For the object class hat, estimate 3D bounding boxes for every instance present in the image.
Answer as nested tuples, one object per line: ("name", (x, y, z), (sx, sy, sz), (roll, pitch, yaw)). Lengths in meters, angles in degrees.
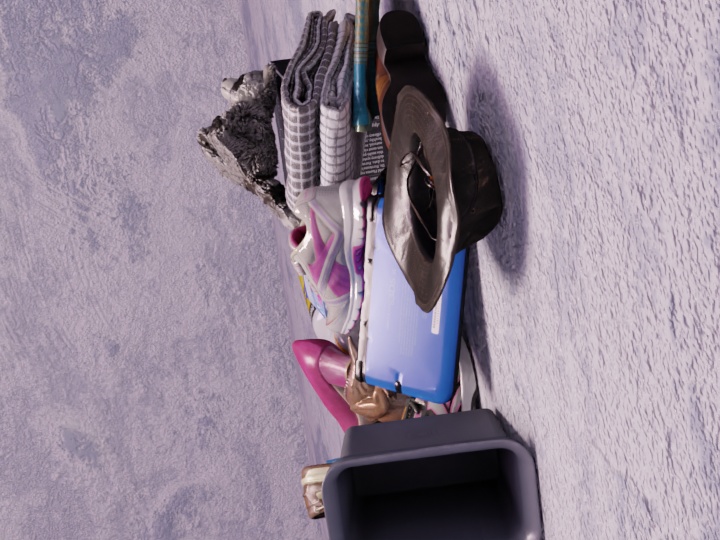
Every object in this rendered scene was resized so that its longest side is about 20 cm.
("hat", (0.081, -0.067, 1.104), (0.200, 0.080, 0.203), (172, 90, -74))

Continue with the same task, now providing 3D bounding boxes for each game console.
("game console", (0.056, 0.017, 1.307), (0.118, 0.169, 0.202), (-18, -64, -55))

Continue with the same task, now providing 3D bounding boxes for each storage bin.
("storage bin", (0.068, 0.214, 1.207), (0.134, 0.198, 0.147), (-90, -8, -74))

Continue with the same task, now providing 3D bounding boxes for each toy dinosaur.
("toy dinosaur", (0.031, 0.160, 1.486), (0.135, 0.199, 0.086), (-24, 43, 43))

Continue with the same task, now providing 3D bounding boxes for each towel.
("towel", (-0.042, -0.178, 1.389), (0.201, 0.085, 0.167), (-82, -7, -46))
("towel", (0.009, -0.257, 1.334), (0.147, 0.021, 0.202), (-70, -18, -76))

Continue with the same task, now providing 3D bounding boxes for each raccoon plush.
("raccoon plush", (-0.114, -0.162, 1.572), (0.200, 0.134, 0.097), (49, 159, -12))

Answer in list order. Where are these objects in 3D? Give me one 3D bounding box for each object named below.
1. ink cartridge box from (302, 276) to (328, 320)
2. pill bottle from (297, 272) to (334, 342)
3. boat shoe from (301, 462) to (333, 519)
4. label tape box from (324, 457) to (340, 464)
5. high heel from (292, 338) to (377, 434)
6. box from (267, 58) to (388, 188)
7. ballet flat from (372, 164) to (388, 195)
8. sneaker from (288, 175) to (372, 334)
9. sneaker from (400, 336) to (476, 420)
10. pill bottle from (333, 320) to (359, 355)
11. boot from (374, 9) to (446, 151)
("ink cartridge box", (0.000, 0.000, 1.525), (0.200, 0.135, 0.077), (-147, 48, -78))
("pill bottle", (-0.025, 0.045, 1.834), (0.201, 0.111, 0.113), (-109, 12, -46))
("boat shoe", (0.024, 0.273, 1.518), (0.075, 0.200, 0.076), (35, -131, -60))
("label tape box", (0.042, 0.308, 1.599), (0.200, 0.142, 0.067), (-117, 18, -62))
("high heel", (-0.025, 0.166, 1.560), (0.095, 0.067, 0.201), (19, 148, 35))
("box", (-0.039, -0.171, 1.622), (0.200, 0.123, 0.199), (-123, 25, -68))
("ballet flat", (-0.006, -0.075, 1.481), (0.199, 0.066, 0.057), (-25, 92, 43))
("sneaker", (-0.034, -0.018, 1.354), (0.082, 0.087, 0.202), (-77, -10, -54))
("sneaker", (0.081, 0.145, 1.332), (0.080, 0.085, 0.202), (115, 144, -73))
("pill bottle", (0.023, 0.133, 1.626), (0.201, 0.111, 0.113), (87, 169, -45))
("boot", (0.042, -0.141, 1.306), (0.201, 0.068, 0.190), (93, 164, -60))
